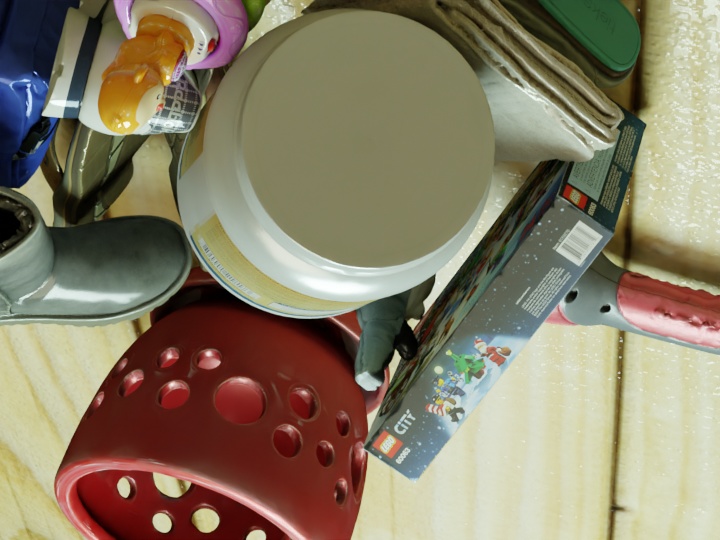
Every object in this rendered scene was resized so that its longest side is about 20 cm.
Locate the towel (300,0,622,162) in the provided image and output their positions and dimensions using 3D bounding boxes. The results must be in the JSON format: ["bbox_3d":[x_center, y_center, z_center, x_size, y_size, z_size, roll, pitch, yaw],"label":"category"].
[{"bbox_3d":[0.052,-0.108,1.125,0.132,0.035,0.200,40,169,-19],"label":"towel"}]

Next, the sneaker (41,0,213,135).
[{"bbox_3d":[-0.120,-0.112,1.156,0.080,0.200,0.077,13,109,-4],"label":"sneaker"}]

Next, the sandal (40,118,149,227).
[{"bbox_3d":[-0.171,-0.081,1.329,0.054,0.080,0.200,42,152,5],"label":"sandal"}]

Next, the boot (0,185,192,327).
[{"bbox_3d":[-0.188,-0.016,1.246,0.181,0.073,0.200,-14,164,-8],"label":"boot"}]

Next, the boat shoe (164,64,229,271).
[{"bbox_3d":[-0.081,-0.075,1.290,0.067,0.072,0.200,-19,151,-10],"label":"boat shoe"}]

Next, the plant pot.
[{"bbox_3d":[-0.087,0.109,1.451,0.199,0.183,0.201,13,147,9],"label":"plant pot"}]

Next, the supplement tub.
[{"bbox_3d":[-0.014,-0.052,1.085,0.144,0.145,0.200,25,171,-8],"label":"supplement tub"}]

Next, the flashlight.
[{"bbox_3d":[0.180,0.018,1.283,0.199,0.068,0.068,14,117,6],"label":"flashlight"}]

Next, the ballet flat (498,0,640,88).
[{"bbox_3d":[0.067,-0.159,1.078,0.064,0.068,0.200,-5,140,45],"label":"ballet flat"}]

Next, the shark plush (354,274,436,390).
[{"bbox_3d":[0.000,0.000,1.236,0.083,0.201,0.091,6,144,-8],"label":"shark plush"}]

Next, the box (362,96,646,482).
[{"bbox_3d":[0.081,0.008,1.184,0.038,0.137,0.200,33,121,-5],"label":"box"}]

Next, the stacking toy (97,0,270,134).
[{"bbox_3d":[-0.084,-0.144,1.053,0.109,0.201,0.116,23,144,-5],"label":"stacking toy"}]

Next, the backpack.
[{"bbox_3d":[-0.255,-0.114,1.231,0.167,0.163,0.200,21,147,-8],"label":"backpack"}]
